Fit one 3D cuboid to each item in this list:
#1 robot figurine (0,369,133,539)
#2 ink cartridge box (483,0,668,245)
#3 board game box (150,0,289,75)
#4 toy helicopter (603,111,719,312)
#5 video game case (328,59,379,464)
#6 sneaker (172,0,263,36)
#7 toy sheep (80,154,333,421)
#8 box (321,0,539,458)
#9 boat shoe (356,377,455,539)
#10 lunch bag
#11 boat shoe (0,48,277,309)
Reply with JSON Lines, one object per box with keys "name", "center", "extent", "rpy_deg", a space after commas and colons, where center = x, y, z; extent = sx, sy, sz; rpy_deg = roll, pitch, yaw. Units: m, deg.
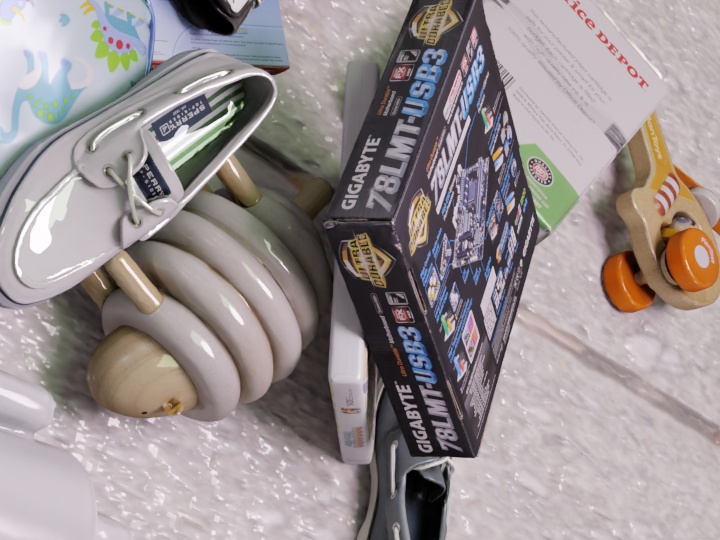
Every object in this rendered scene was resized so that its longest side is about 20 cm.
{"name": "robot figurine", "center": [-0.212, 0.128, 0.977], "extent": [0.199, 0.112, 0.171], "rpy_deg": [26, 79, -38]}
{"name": "ink cartridge box", "center": [0.108, -0.114, 1.372], "extent": [0.146, 0.084, 0.200], "rpy_deg": [48, 47, -3]}
{"name": "board game box", "center": [-0.129, -0.176, 1.221], "extent": [0.199, 0.019, 0.104], "rpy_deg": [-3, 81, -45]}
{"name": "toy helicopter", "center": [0.238, -0.068, 1.518], "extent": [0.132, 0.079, 0.202], "rpy_deg": [-8, 80, -47]}
{"name": "video game case", "center": [0.000, 0.000, 1.209], "extent": [0.182, 0.023, 0.202], "rpy_deg": [84, 9, -70]}
{"name": "sneaker", "center": [-0.058, -0.192, 1.245], "extent": [0.199, 0.075, 0.116], "rpy_deg": [19, 73, -32]}
{"name": "toy sheep", "center": [-0.083, 0.009, 1.133], "extent": [0.200, 0.138, 0.138], "rpy_deg": [-45, 110, -24]}
{"name": "box", "center": [0.049, -0.028, 1.158], "extent": [0.199, 0.049, 0.201], "rpy_deg": [68, 31, -42]}
{"name": "boat shoe", "center": [0.042, 0.137, 1.266], "extent": [0.073, 0.062, 0.202], "rpy_deg": [31, 58, -35]}
{"name": "lunch bag", "center": [-0.213, -0.105, 1.059], "extent": [0.199, 0.082, 0.162], "rpy_deg": [16, 77, -42]}
{"name": "boat shoe", "center": [-0.125, -0.055, 1.047], "extent": [0.200, 0.066, 0.074], "rpy_deg": [-50, 125, -27]}
